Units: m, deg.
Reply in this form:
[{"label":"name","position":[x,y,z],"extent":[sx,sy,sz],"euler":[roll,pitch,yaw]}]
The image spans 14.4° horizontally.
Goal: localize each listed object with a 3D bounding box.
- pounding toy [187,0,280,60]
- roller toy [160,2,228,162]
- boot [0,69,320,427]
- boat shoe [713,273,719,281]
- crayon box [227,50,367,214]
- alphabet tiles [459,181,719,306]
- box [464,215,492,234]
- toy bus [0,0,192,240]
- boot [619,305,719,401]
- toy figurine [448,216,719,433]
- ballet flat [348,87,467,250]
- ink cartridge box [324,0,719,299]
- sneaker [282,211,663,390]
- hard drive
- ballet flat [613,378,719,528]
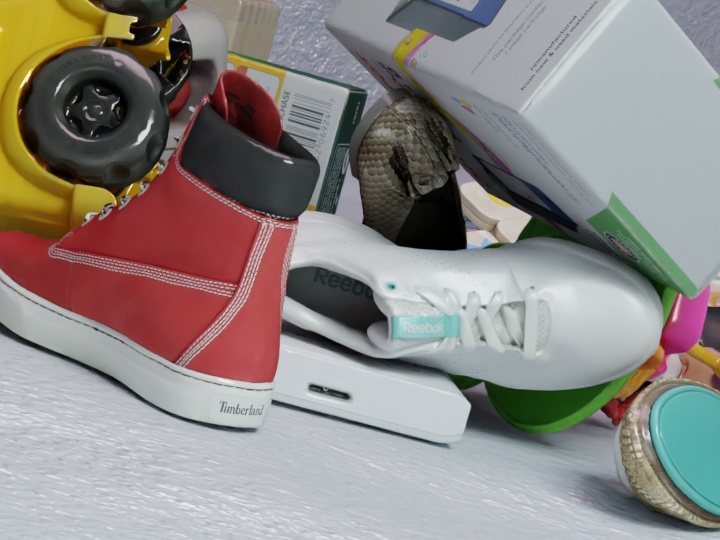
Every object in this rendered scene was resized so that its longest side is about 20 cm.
[{"label":"pounding toy","position":[-0.167,-0.144,1.843],"extent":[0.183,0.201,0.142],"euler":[17,7,12]},{"label":"roller toy","position":[-0.168,-0.084,1.607],"extent":[0.181,0.141,0.200],"euler":[4,10,-5]},{"label":"boot","position":[-0.094,-0.026,1.273],"extent":[0.072,0.145,0.200],"euler":[7,9,-43]},{"label":"boat shoe","position":[0.233,0.035,1.927],"extent":[0.199,0.074,0.067],"euler":[7,19,15]},{"label":"crayon box","position":[-0.108,-0.077,1.738],"extent":[0.199,0.126,0.052],"euler":[17,6,13]},{"label":"alphabet tiles","position":[0.148,0.004,1.767],"extent":[0.195,0.015,0.200],"euler":[-7,42,-41]},{"label":"box","position":[0.115,-0.009,1.857],"extent":[0.136,0.040,0.199],"euler":[21,24,37]},{"label":"toy bus","position":[-0.182,-0.099,1.420],"extent":[0.191,0.201,0.136],"euler":[9,-23,1]},{"label":"boot","position":[0.212,0.037,1.672],"extent":[0.150,0.073,0.200],"euler":[11,29,-18]},{"label":"toy figurine","position":[0.163,0.050,1.485],"extent":[0.184,0.151,0.200],"euler":[27,-25,-29]},{"label":"ballet flat","position":[0.030,-0.023,1.421],"extent":[0.046,0.067,0.200],"euler":[39,-19,22]},{"label":"ink cartridge box","position":[0.093,-0.084,1.366],"extent":[0.145,0.088,0.200],"euler":[45,-5,-32]},{"label":"sneaker","position":[0.040,0.021,1.333],"extent":[0.199,0.076,0.088],"euler":[8,11,10]},{"label":"hard drive","position":[-0.025,0.039,1.400],"extent":[0.131,0.027,0.200],"euler":[15,7,-8]},{"label":"ballet flat","position":[0.158,0.089,1.329],"extent":[0.065,0.071,0.200],"euler":[-13,-13,32]}]
